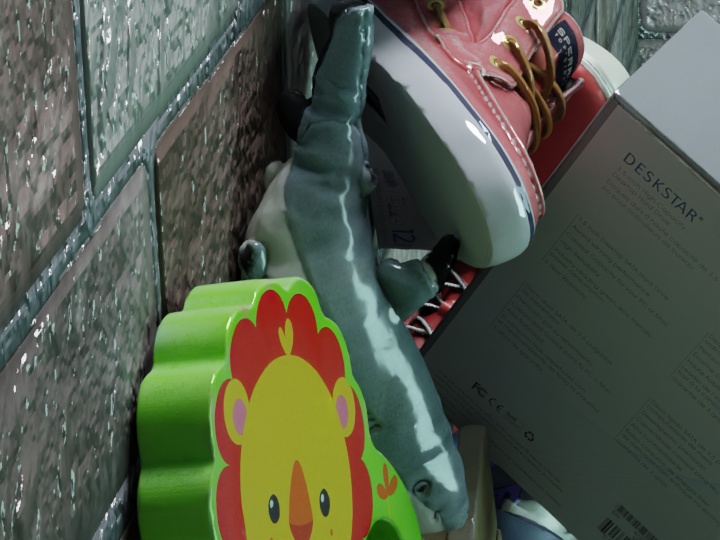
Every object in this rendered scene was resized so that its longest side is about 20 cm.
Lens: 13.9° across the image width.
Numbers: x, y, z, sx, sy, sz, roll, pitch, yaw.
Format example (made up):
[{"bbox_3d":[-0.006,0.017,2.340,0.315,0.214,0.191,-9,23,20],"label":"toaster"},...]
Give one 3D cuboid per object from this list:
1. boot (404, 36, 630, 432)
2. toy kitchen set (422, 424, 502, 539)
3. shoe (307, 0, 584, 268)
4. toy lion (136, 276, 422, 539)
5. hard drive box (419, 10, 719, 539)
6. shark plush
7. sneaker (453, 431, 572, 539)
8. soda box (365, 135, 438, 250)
[{"bbox_3d":[0.053,-0.001,1.324,0.144,0.072,0.200,-31,144,-41],"label":"boot"},{"bbox_3d":[0.053,0.194,1.227,0.181,0.163,0.200,80,15,-52],"label":"toy kitchen set"},{"bbox_3d":[0.051,-0.072,1.158,0.200,0.091,0.072,-127,-161,-59],"label":"shoe"},{"bbox_3d":[-0.021,0.101,1.017,0.200,0.068,0.192,21,64,-67],"label":"toy lion"},{"bbox_3d":[0.131,0.022,1.195,0.077,0.156,0.200,-42,172,-42],"label":"hard drive box"},{"bbox_3d":[0.000,0.000,1.116,0.091,0.083,0.201,-18,109,-80],"label":"shark plush"},{"bbox_3d":[0.099,0.113,1.439,0.081,0.200,0.147,35,43,-42],"label":"sneaker"},{"bbox_3d":[0.032,-0.096,1.363,0.200,0.063,0.068,81,14,-49],"label":"soda box"}]
